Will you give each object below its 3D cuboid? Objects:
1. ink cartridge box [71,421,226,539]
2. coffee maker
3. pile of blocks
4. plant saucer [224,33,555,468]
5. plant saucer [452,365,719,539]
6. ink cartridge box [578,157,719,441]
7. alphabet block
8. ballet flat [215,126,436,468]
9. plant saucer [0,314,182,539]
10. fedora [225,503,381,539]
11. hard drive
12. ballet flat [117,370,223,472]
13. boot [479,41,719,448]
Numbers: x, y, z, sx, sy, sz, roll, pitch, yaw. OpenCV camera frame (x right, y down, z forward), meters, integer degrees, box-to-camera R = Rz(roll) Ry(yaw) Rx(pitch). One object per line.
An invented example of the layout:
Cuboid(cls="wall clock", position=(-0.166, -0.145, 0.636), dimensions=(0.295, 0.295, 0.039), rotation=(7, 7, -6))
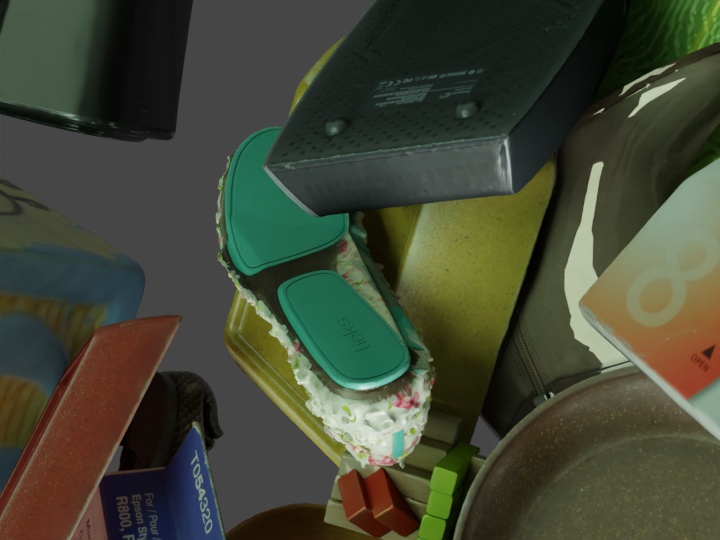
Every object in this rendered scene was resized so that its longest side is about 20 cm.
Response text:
Cuboid(cls="ink cartridge box", position=(-0.112, 0.207, 1.409), dimensions=(0.200, 0.043, 0.197), rotation=(122, 143, -46))
Cuboid(cls="coffee maker", position=(-0.130, -0.171, 1.517), dimensions=(0.191, 0.134, 0.202), rotation=(13, 95, 40))
Cuboid(cls="pile of blocks", position=(0.066, 0.135, 1.303), dimensions=(0.200, 0.062, 0.082), rotation=(40, 109, 4))
Cuboid(cls="plant saucer", position=(0.000, 0.000, 1.398), dimensions=(0.200, 0.048, 0.201), rotation=(40, 118, 54))
Cuboid(cls="plant saucer", position=(0.137, 0.141, 1.259), dimensions=(0.199, 0.037, 0.202), rotation=(0, 72, 0))
Cuboid(cls="ink cartridge box", position=(0.205, -0.013, 1.205), dimensions=(0.200, 0.050, 0.162), rotation=(-51, 41, 4))
Cuboid(cls="alphabet block", position=(-0.268, 0.041, 1.579), dimensions=(0.199, 0.195, 0.198), rotation=(30, 103, 38))
Cuboid(cls="ballet flat", position=(-0.019, 0.016, 1.322), dimensions=(0.201, 0.075, 0.064), rotation=(-113, 9, -47))
Cuboid(cls="plant saucer", position=(-0.161, 0.116, 1.457), dimensions=(0.201, 0.037, 0.200), rotation=(-64, 6, -14))
Cuboid(cls="fedora", position=(-0.042, 0.210, 1.433), dimensions=(0.200, 0.082, 0.202), rotation=(-6, 81, 41))
Cuboid(cls="hard drive", position=(0.049, -0.091, 1.321), dimensions=(0.134, 0.200, 0.043), rotation=(-6, 120, 27))
Cuboid(cls="ballet flat", position=(-0.118, 0.145, 1.538), dimensions=(0.067, 0.046, 0.201), rotation=(38, 114, 50))
Cuboid(cls="boot", position=(0.122, 0.006, 1.327), dimensions=(0.200, 0.070, 0.147), rotation=(-36, 66, 38))
